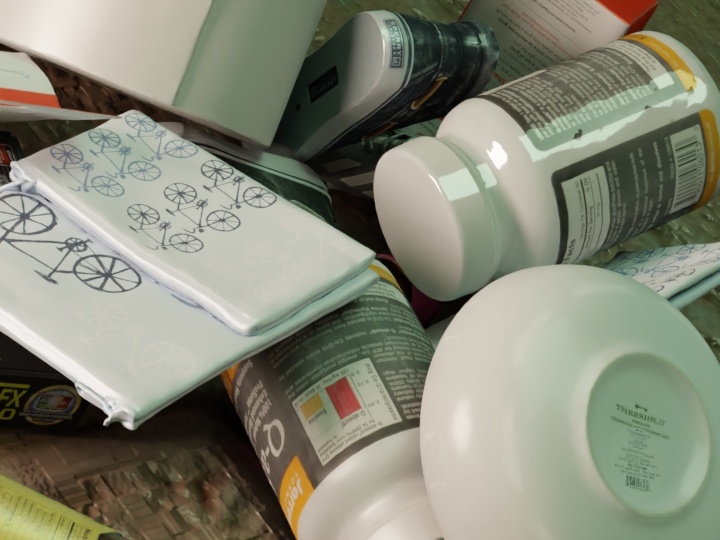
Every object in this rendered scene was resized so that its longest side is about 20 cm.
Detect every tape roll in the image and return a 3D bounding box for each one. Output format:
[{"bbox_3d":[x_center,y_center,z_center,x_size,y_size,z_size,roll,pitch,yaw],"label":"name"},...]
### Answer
[{"bbox_3d":[-0.123,-0.173,1.433,0.202,0.140,0.203,22,2,-1],"label":"tape roll"}]

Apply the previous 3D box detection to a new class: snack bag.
[{"bbox_3d":[-0.120,-0.008,1.248,0.188,0.021,0.200,33,41,26],"label":"snack bag"},{"bbox_3d":[0.111,0.025,1.408,0.188,0.199,0.022,-26,103,-46],"label":"snack bag"}]

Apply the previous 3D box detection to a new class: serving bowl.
[{"bbox_3d":[0.129,0.090,1.222,0.199,0.066,0.201,9,73,-32],"label":"serving bowl"}]

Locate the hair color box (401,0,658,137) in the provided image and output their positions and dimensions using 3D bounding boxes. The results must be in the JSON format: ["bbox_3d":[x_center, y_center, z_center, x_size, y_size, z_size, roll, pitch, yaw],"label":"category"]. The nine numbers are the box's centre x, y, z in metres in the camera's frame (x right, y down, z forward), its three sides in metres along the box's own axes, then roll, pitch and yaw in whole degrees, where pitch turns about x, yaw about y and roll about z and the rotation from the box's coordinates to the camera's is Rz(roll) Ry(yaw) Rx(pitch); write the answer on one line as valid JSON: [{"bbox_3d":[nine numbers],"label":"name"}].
[{"bbox_3d":[0.101,-0.123,1.575,0.101,0.200,0.061,38,33,8],"label":"hair color box"}]

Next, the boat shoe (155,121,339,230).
[{"bbox_3d":[-0.086,-0.038,1.425,0.199,0.072,0.071,3,39,-40],"label":"boat shoe"}]

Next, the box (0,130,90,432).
[{"bbox_3d":[-0.241,-0.004,1.277,0.160,0.044,0.200,8,40,-34],"label":"box"}]

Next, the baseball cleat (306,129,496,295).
[{"bbox_3d":[0.033,-0.075,1.541,0.200,0.107,0.070,40,48,15],"label":"baseball cleat"}]

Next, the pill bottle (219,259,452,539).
[{"bbox_3d":[0.004,0.095,1.290,0.116,0.117,0.200,5,42,-36],"label":"pill bottle"}]

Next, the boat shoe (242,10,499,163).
[{"bbox_3d":[0.003,-0.108,1.493,0.090,0.200,0.071,0,78,-31],"label":"boat shoe"}]

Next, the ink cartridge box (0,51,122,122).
[{"bbox_3d":[-0.245,-0.112,1.303,0.162,0.200,0.057,6,84,-36],"label":"ink cartridge box"}]

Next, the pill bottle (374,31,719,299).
[{"bbox_3d":[0.116,-0.061,1.429,0.199,0.117,0.117,-23,59,-25],"label":"pill bottle"}]

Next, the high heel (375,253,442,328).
[{"bbox_3d":[0.000,0.000,1.427,0.199,0.096,0.067,-9,51,-45],"label":"high heel"}]

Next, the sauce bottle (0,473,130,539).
[{"bbox_3d":[-0.147,0.148,1.146,0.199,0.065,0.065,29,33,-10],"label":"sauce bottle"}]
